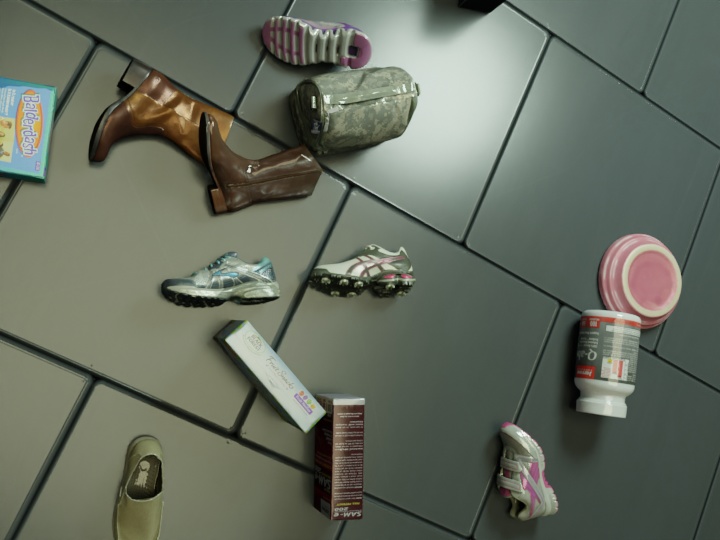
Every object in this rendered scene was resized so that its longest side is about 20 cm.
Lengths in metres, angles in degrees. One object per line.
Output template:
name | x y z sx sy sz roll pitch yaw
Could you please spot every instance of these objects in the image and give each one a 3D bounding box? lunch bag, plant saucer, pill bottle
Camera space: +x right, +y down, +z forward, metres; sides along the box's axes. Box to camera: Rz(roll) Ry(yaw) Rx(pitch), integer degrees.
lunch bag | -0.013 -0.287 1.335 0.200 0.168 0.140 -13 90 -20
plant saucer | 0.593 0.022 1.592 0.200 0.051 0.201 2 85 -20
pill bottle | 0.484 0.184 1.505 0.116 0.116 0.200 11 82 -19

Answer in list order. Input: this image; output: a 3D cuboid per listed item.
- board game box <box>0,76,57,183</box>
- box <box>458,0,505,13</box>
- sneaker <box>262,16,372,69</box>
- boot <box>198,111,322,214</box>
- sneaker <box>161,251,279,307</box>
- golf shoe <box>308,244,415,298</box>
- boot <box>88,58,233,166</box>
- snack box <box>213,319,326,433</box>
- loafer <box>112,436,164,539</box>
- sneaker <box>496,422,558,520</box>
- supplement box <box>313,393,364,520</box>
board game box | -0.588 -0.228 1.189 0.200 0.045 0.152 8 83 -19
box | 0.265 -0.595 1.440 0.079 0.200 0.141 4 86 -19
sneaker | -0.075 -0.417 1.377 0.200 0.089 0.081 10 125 -1
boot | -0.167 -0.197 1.305 0.200 0.064 0.187 -14 124 -17
sneaker | -0.238 0.015 1.292 0.200 0.078 0.086 0 74 -27
golf shoe | 0.000 0.000 1.380 0.200 0.077 0.088 3 65 -22
boot | -0.335 -0.225 1.286 0.200 0.068 0.189 30 73 -26
snack box | -0.153 0.172 1.264 0.053 0.142 0.200 -42 100 -17
loafer | -0.352 0.369 1.216 0.076 0.068 0.200 4 85 -19
sneaker | 0.300 0.387 1.443 0.088 0.081 0.200 -22 93 -21
supplement box | -0.038 0.316 1.313 0.061 0.109 0.200 2 84 -19
